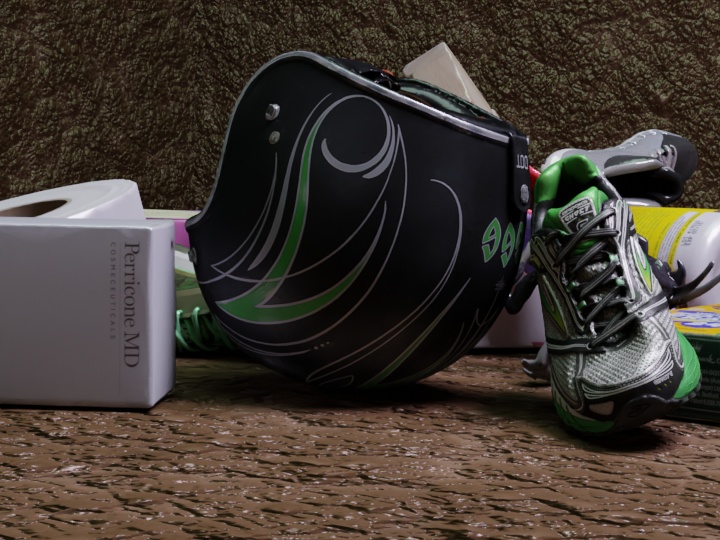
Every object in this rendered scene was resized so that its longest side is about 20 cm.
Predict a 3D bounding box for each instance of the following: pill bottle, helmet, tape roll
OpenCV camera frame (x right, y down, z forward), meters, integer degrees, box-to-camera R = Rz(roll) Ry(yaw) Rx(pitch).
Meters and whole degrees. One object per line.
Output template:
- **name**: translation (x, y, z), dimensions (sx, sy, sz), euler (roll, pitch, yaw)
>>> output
- **pill bottle**: translation (0.246, 0.000, 1.154), dimensions (0.109, 0.110, 0.199), euler (-1, 5, -36)
- **helmet**: translation (-0.003, -0.021, 0.816), dimensions (0.199, 0.192, 0.200), euler (21, 12, -5)
- **tape roll**: translation (-0.244, -0.004, 0.951), dimensions (0.201, 0.071, 0.203), euler (-12, 13, 3)

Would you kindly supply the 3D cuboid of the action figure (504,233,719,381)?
- **action figure**: translation (0.135, 0.021, 0.903), dimensions (0.199, 0.103, 0.119), euler (8, 1, 28)

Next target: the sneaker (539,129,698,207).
- **sneaker**: translation (0.273, -0.084, 1.267), dimensions (0.199, 0.076, 0.115), euler (-14, 17, -33)

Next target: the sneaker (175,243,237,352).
- **sneaker**: translation (-0.116, 0.039, 0.974), dimensions (0.089, 0.077, 0.199), euler (-39, 28, -31)

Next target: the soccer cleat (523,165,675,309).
- **soccer cleat**: translation (0.156, -0.011, 0.971), dimensions (0.067, 0.200, 0.077), euler (-43, -11, -36)

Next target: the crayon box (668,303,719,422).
- **crayon box**: translation (0.239, 0.052, 0.808), dimensions (0.125, 0.052, 0.199), euler (4, 4, 40)

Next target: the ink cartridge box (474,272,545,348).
- **ink cartridge box**: translation (0.102, 0.013, 1.114), dimensions (0.144, 0.084, 0.200), euler (0, 4, -21)

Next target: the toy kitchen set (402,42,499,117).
- **toy kitchen set**: translation (0.031, -0.104, 1.240), dimensions (0.199, 0.164, 0.180), euler (-30, -41, 13)

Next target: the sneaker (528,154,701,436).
- **sneaker**: translation (0.122, 0.011, 0.723), dimensions (0.078, 0.085, 0.200), euler (-22, 32, 8)

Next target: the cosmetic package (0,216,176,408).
- **cosmetic package**: translation (-0.207, 0.021, 0.762), dimensions (0.198, 0.102, 0.071), euler (1, 4, 3)

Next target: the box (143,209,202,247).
- **box**: translation (-0.156, -0.002, 1.178), dimensions (0.175, 0.097, 0.200), euler (1, 5, -11)
